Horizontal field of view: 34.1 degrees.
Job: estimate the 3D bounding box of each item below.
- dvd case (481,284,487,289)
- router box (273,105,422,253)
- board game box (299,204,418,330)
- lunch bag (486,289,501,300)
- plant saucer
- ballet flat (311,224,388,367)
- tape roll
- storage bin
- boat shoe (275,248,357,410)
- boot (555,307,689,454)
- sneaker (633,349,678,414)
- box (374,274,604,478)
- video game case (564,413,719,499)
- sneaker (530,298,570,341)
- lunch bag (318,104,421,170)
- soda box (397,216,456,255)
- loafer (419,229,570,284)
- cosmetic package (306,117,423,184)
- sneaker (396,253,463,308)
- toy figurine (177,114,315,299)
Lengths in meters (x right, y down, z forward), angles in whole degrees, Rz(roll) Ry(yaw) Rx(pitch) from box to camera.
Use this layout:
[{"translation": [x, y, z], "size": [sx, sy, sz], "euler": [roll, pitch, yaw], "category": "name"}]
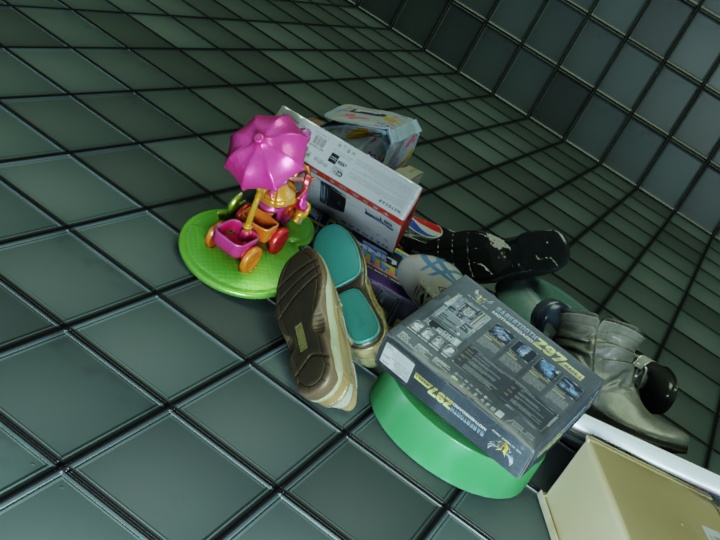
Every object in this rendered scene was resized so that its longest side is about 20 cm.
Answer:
[{"translation": [0.087, -0.010, 1.730], "size": [0.199, 0.016, 0.148], "euler": [37, 21, 15], "category": "dvd case"}, {"translation": [-0.025, -0.110, 1.470], "size": [0.199, 0.049, 0.180], "euler": [31, -11, 4], "category": "router box"}, {"translation": [0.000, 0.000, 1.518], "size": [0.199, 0.057, 0.166], "euler": [28, 18, -7], "category": "board game box"}, {"translation": [0.186, 0.097, 1.528], "size": [0.199, 0.076, 0.161], "euler": [15, 27, -40], "category": "lunch bag"}, {"translation": [0.272, 0.065, 1.579], "size": [0.199, 0.036, 0.200], "euler": [32, 17, -11], "category": "plant saucer"}, {"translation": [-0.012, 0.033, 1.379], "size": [0.070, 0.071, 0.201], "euler": [16, 36, -35], "category": "ballet flat"}, {"translation": [0.107, 0.164, 1.283], "size": [0.199, 0.048, 0.201], "euler": [27, 19, -10], "category": "tape roll"}, {"translation": [0.303, 0.290, 1.193], "size": [0.197, 0.094, 0.200], "euler": [27, 19, -13], "category": "storage bin"}, {"translation": [-0.042, 0.067, 1.262], "size": [0.076, 0.071, 0.201], "euler": [36, 33, -40], "category": "boat shoe"}, {"translation": [0.311, 0.127, 1.386], "size": [0.198, 0.132, 0.068], "euler": [23, -8, 12], "category": "boot"}, {"translation": [0.383, 0.144, 1.710], "size": [0.088, 0.075, 0.200], "euler": [21, 12, -25], "category": "sneaker"}, {"translation": [0.138, 0.107, 1.246], "size": [0.199, 0.051, 0.157], "euler": [38, 44, 18], "category": "box"}, {"translation": [0.321, 0.214, 1.361], "size": [0.198, 0.024, 0.182], "euler": [25, -8, 9], "category": "video game case"}, {"translation": [0.282, 0.123, 1.453], "size": [0.201, 0.070, 0.082], "euler": [57, -9, -14], "category": "sneaker"}, {"translation": [-0.022, -0.163, 1.640], "size": [0.128, 0.199, 0.170], "euler": [65, 21, -6], "category": "lunch bag"}, {"translation": [0.075, -0.030, 1.638], "size": [0.198, 0.071, 0.064], "euler": [20, 32, -12], "category": "soda box"}, {"translation": [0.177, -0.011, 1.566], "size": [0.198, 0.074, 0.072], "euler": [0, -16, 0], "category": "loafer"}, {"translation": [-0.016, -0.149, 1.783], "size": [0.199, 0.088, 0.103], "euler": [27, 17, 8], "category": "cosmetic package"}, {"translation": [0.100, 0.046, 1.387], "size": [0.072, 0.072, 0.200], "euler": [-8, 40, -37], "category": "sneaker"}, {"translation": [-0.099, -0.096, 1.330], "size": [0.150, 0.185, 0.200], "euler": [36, 39, 17], "category": "toy figurine"}]
